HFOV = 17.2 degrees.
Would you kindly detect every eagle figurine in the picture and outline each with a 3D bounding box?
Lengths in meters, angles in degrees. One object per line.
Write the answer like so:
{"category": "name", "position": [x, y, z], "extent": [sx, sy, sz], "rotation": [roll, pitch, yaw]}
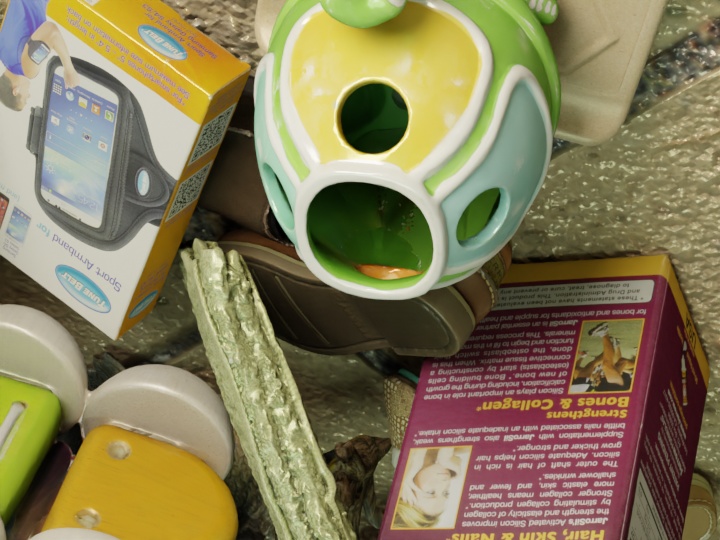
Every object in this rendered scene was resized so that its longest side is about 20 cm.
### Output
{"category": "eagle figurine", "position": [-0.087, 0.111, 1.370], "extent": [0.199, 0.151, 0.152], "rotation": [-1, 137, 11]}

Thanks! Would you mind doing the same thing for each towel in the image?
{"category": "towel", "position": [-0.046, 0.077, 1.199], "extent": [0.036, 0.148, 0.200], "rotation": [-22, 93, -4]}

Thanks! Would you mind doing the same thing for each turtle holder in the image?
{"category": "turtle holder", "position": [0.023, -0.072, 1.051], "extent": [0.141, 0.132, 0.186], "rotation": [23, 138, -7]}

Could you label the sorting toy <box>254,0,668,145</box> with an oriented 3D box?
{"category": "sorting toy", "position": [0.053, -0.156, 1.078], "extent": [0.185, 0.037, 0.200], "rotation": [15, 138, 1]}

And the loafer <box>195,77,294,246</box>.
{"category": "loafer", "position": [-0.048, -0.053, 1.205], "extent": [0.200, 0.071, 0.073], "rotation": [0, 139, 20]}

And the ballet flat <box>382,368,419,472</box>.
{"category": "ballet flat", "position": [0.064, 0.138, 1.394], "extent": [0.200, 0.065, 0.070], "rotation": [45, 175, -30]}

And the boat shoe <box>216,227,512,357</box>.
{"category": "boat shoe", "position": [0.000, 0.000, 1.254], "extent": [0.200, 0.068, 0.072], "rotation": [11, 143, 45]}

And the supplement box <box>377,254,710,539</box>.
{"category": "supplement box", "position": [0.099, 0.100, 1.237], "extent": [0.131, 0.200, 0.103], "rotation": [-2, 138, 23]}

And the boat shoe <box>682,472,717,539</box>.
{"category": "boat shoe", "position": [0.122, 0.183, 1.370], "extent": [0.200, 0.066, 0.074], "rotation": [-26, 128, -4]}

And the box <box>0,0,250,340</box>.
{"category": "box", "position": [-0.139, -0.056, 1.201], "extent": [0.119, 0.041, 0.200], "rotation": [36, 130, 12]}

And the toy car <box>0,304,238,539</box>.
{"category": "toy car", "position": [-0.168, 0.129, 1.231], "extent": [0.200, 0.175, 0.150], "rotation": [22, 133, 0]}
